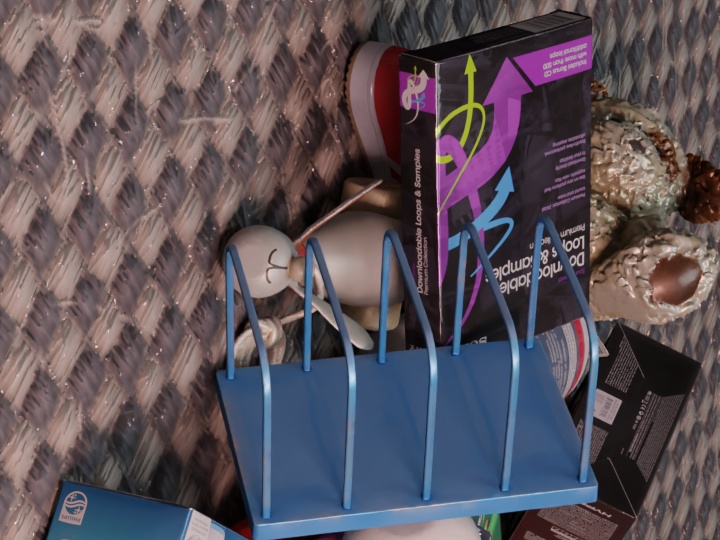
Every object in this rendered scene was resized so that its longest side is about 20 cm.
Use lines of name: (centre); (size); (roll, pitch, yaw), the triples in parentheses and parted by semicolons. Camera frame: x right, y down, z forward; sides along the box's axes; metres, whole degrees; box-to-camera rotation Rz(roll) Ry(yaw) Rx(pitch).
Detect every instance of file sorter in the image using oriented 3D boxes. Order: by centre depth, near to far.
file sorter: (0.027, 0.054, 1.527); (0.139, 0.200, 0.123); (-108, -163, -51)

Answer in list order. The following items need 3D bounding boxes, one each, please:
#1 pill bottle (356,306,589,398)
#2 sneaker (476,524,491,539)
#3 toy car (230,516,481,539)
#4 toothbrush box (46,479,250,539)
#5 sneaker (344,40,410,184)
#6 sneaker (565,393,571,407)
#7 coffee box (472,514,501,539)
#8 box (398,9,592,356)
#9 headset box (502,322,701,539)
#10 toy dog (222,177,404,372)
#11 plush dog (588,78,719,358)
pill bottle: (0.063, 0.072, 1.778); (0.200, 0.120, 0.120); (-36, 131, -57)
sneaker: (0.047, 0.229, 1.732); (0.074, 0.081, 0.200); (41, 23, -22)
toy car: (-0.009, 0.186, 1.612); (0.200, 0.150, 0.175); (-115, -166, -47)
toothbrush box: (-0.126, 0.233, 1.476); (0.146, 0.085, 0.200); (42, 62, -61)
sneaker: (0.068, -0.068, 1.745); (0.071, 0.112, 0.200); (-66, 151, -28)
sneaker: (0.106, 0.077, 1.929); (0.200, 0.070, 0.090); (71, 34, -49)
coffee box: (0.070, 0.205, 1.893); (0.123, 0.044, 0.200); (-61, 149, -64)
box: (0.086, -0.049, 1.650); (0.143, 0.036, 0.200); (-20, 118, -41)
headset box: (0.173, 0.156, 2.021); (0.149, 0.075, 0.200); (-62, 177, -33)
toy dog: (0.000, 0.000, 1.646); (0.200, 0.096, 0.132); (-42, 135, -53)
plush dog: (0.176, -0.051, 1.955); (0.172, 0.200, 0.160); (-52, 178, -29)
